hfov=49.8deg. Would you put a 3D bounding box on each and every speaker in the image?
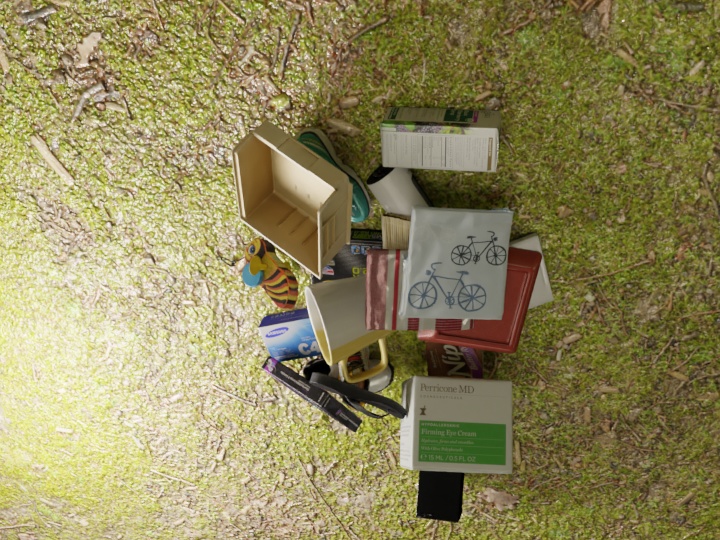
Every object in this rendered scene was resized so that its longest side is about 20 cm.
[{"bbox_3d":[0.094,-0.102,1.392,0.080,0.082,0.201,-27,112,27],"label":"speaker"}]

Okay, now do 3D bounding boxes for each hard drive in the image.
[{"bbox_3d":[0.245,0.026,1.425,0.195,0.025,0.135,-19,111,2],"label":"hard drive"}]

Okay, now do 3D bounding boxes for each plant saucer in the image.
[{"bbox_3d":[0.218,0.054,1.400,0.194,0.037,0.205,9,108,-9],"label":"plant saucer"}]

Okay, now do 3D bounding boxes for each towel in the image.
[{"bbox_3d":[0.105,0.034,1.355,0.194,0.023,0.148,1,108,-4],"label":"towel"}]

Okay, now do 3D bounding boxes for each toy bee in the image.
[{"bbox_3d":[-0.190,-0.019,1.504,0.197,0.131,0.111,30,101,6],"label":"toy bee"}]

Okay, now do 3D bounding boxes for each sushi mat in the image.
[{"bbox_3d":[0.084,-0.015,1.410,0.094,0.012,0.203,16,136,22],"label":"sushi mat"}]

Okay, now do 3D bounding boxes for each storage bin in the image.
[{"bbox_3d":[-0.116,-0.125,1.345,0.198,0.094,0.200,36,152,19],"label":"storage bin"}]

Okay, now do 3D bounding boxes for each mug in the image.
[{"bbox_3d":[-0.010,0.091,1.450,0.150,0.151,0.189,-18,138,-13],"label":"mug"}]

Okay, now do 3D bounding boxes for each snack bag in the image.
[{"bbox_3d":[0.161,-0.013,1.323,0.183,0.021,0.206,1,107,-5],"label":"snack bag"}]

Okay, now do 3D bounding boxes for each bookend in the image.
[{"bbox_3d":[0.181,0.432,1.695,0.089,0.199,0.206,3,80,11],"label":"bookend"}]

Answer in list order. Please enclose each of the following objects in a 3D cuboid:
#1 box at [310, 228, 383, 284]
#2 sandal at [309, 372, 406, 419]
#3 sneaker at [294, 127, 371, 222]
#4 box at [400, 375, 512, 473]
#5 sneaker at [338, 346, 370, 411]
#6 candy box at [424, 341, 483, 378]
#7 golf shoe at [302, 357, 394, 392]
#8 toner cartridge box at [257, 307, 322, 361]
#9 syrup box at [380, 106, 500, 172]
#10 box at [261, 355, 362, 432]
[{"bbox_3d":[0.000,0.000,1.505,0.194,0.045,0.164,4,123,11],"label":"box"},{"bbox_3d":[-0.007,0.247,1.472,0.196,0.044,0.076,21,163,-9],"label":"sandal"},{"bbox_3d":[-0.058,-0.159,1.395,0.077,0.080,0.201,-30,112,29],"label":"sneaker"},{"bbox_3d":[0.182,0.300,1.510,0.193,0.176,0.200,3,167,-3],"label":"box"},{"bbox_3d":[-0.009,0.180,1.538,0.076,0.082,0.206,-8,100,-9],"label":"sneaker"},{"bbox_3d":[0.183,0.122,1.530,0.113,0.057,0.204,0,121,12],"label":"candy box"},{"bbox_3d":[-0.028,0.219,1.614,0.194,0.094,0.080,-4,80,13],"label":"golf shoe"},{"bbox_3d":[-0.106,0.129,1.616,0.195,0.043,0.097,-12,118,21],"label":"toner cartridge box"},{"bbox_3d":[0.136,-0.222,1.306,0.194,0.079,0.083,4,123,12],"label":"syrup box"},{"bbox_3d":[-0.101,0.255,1.605,0.198,0.037,0.143,22,163,42],"label":"box"}]
